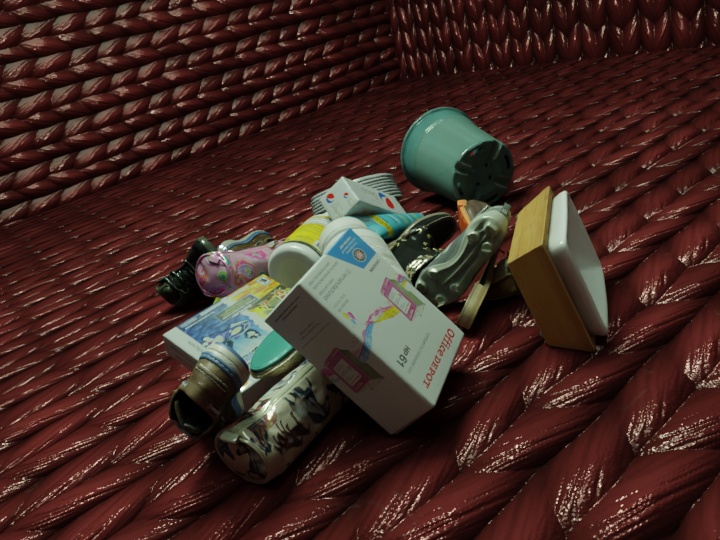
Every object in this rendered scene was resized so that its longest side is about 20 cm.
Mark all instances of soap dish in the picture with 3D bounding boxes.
[{"bbox_3d":[0.263,-0.005,0.789,0.081,0.157,0.200,-22,18,29],"label":"soap dish"}]

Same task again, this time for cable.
[{"bbox_3d":[-0.010,-0.153,1.300,0.200,0.069,0.200,-18,-2,-21],"label":"cable"}]

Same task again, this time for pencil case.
[{"bbox_3d":[-0.204,-0.007,1.077,0.087,0.088,0.200,0,9,31],"label":"pencil case"},{"bbox_3d":[-0.078,0.159,0.695,0.078,0.090,0.200,4,30,38],"label":"pencil case"}]

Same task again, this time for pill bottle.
[{"bbox_3d":[-0.080,-0.036,1.102,0.112,0.113,0.200,-4,25,24],"label":"pill bottle"},{"bbox_3d":[0.000,0.000,0.927,0.114,0.114,0.200,-18,36,-7],"label":"pill bottle"}]

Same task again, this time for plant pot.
[{"bbox_3d":[0.218,-0.236,1.292,0.200,0.200,0.196,-20,31,-12],"label":"plant pot"}]

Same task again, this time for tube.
[{"bbox_3d":[0.055,-0.082,1.110,0.077,0.050,0.200,31,22,30],"label":"tube"}]

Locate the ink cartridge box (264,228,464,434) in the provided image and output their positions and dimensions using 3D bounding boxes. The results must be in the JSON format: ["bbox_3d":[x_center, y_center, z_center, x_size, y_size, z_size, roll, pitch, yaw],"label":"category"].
[{"bbox_3d":[0.012,0.068,0.696,0.085,0.200,0.145,-43,5,37],"label":"ink cartridge box"}]

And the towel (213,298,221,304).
[{"bbox_3d":[-0.190,0.079,1.003,0.200,0.023,0.144,-3,35,25],"label":"towel"}]

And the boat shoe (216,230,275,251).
[{"bbox_3d":[-0.222,-0.030,1.232,0.072,0.072,0.200,27,22,14],"label":"boat shoe"}]

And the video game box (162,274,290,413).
[{"bbox_3d":[-0.156,0.097,0.880,0.182,0.047,0.200,27,44,31],"label":"video game box"}]

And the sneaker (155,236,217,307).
[{"bbox_3d":[-0.321,0.011,1.122,0.114,0.076,0.199,-40,-1,-30],"label":"sneaker"}]

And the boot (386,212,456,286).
[{"bbox_3d":[0.114,-0.027,1.014,0.200,0.073,0.151,-28,25,-19],"label":"boot"}]

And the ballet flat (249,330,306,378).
[{"bbox_3d":[-0.080,0.088,0.800,0.070,0.065,0.200,0,36,29],"label":"ballet flat"}]

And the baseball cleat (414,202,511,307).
[{"bbox_3d":[0.160,-0.020,0.887,0.200,0.070,0.106,-47,-3,40],"label":"baseball cleat"}]

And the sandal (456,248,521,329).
[{"bbox_3d":[0.209,0.024,0.881,0.070,0.078,0.212,26,45,12],"label":"sandal"}]

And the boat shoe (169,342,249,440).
[{"bbox_3d":[-0.181,0.149,0.678,0.072,0.200,0.072,37,56,9],"label":"boat shoe"}]

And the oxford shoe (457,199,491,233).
[{"bbox_3d":[0.222,-0.093,1.104,0.073,0.071,0.200,-6,24,8],"label":"oxford shoe"}]

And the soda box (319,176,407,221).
[{"bbox_3d":[0.012,-0.117,1.145,0.068,0.064,0.200,-43,-24,21],"label":"soda box"}]
